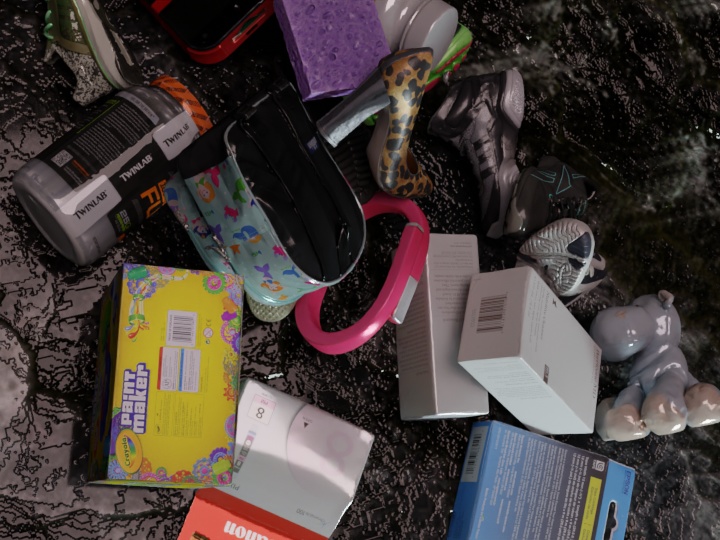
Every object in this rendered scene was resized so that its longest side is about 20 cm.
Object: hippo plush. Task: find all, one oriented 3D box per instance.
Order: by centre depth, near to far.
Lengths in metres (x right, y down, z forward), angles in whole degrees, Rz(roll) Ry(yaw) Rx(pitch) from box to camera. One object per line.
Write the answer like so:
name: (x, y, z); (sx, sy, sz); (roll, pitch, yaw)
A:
hippo plush: (0.361, 0.107, 1.410); (0.197, 0.159, 0.163); (-10, 84, -20)

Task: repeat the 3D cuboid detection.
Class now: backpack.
backpack: (-0.090, -0.067, 1.211); (0.201, 0.150, 0.178); (54, 36, -12)

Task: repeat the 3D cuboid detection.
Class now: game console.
game console: (-0.154, -0.347, 1.323); (0.200, 0.031, 0.177); (-43, 70, 0)

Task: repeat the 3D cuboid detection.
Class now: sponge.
sponge: (-0.038, -0.281, 1.251); (0.110, 0.030, 0.203); (-14, 82, -30)

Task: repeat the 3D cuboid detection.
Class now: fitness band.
fitness band: (0.000, 0.000, 1.312); (0.037, 0.142, 0.202); (44, 60, -43)

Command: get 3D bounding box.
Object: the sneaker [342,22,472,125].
sneaker: (0.043, -0.244, 1.419); (0.199, 0.077, 0.084); (-36, 71, -23)

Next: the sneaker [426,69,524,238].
sneaker: (0.134, -0.143, 1.425); (0.112, 0.075, 0.203); (4, 94, -1)

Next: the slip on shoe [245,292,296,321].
slip on shoe: (-0.088, -0.043, 1.330); (0.073, 0.061, 0.203); (5, 90, 3)

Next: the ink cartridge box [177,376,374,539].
ink cartridge box: (-0.092, 0.240, 1.281); (0.161, 0.057, 0.202); (26, 68, -14)

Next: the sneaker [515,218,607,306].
sneaker: (0.244, -0.016, 1.382); (0.079, 0.200, 0.129); (38, 55, 20)

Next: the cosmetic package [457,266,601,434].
cosmetic package: (0.193, 0.095, 1.320); (0.200, 0.080, 0.114); (40, 52, -44)

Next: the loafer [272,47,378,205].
loafer: (-0.041, -0.160, 1.358); (0.072, 0.071, 0.202); (-21, 79, -22)

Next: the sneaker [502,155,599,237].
sneaker: (0.225, -0.085, 1.390); (0.078, 0.076, 0.200); (22, 30, 16)

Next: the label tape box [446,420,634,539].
label tape box: (0.212, 0.272, 1.376); (0.198, 0.066, 0.145); (20, 74, -18)

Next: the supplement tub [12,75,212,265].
supplement tub: (-0.255, -0.110, 1.249); (0.200, 0.122, 0.123); (-42, 95, -21)

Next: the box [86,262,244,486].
box: (-0.199, 0.114, 1.188); (0.120, 0.192, 0.203); (6, 77, -17)

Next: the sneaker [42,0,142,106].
sneaker: (-0.321, -0.266, 1.285); (0.088, 0.077, 0.201); (-33, 77, 8)

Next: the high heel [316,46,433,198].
high heel: (0.062, -0.153, 1.266); (0.199, 0.142, 0.072); (31, 28, -49)

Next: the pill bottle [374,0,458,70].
pill bottle: (0.008, -0.305, 1.347); (0.199, 0.111, 0.111); (32, 68, 18)

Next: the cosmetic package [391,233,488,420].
cosmetic package: (0.089, 0.067, 1.351); (0.070, 0.101, 0.203); (1, 80, -21)
